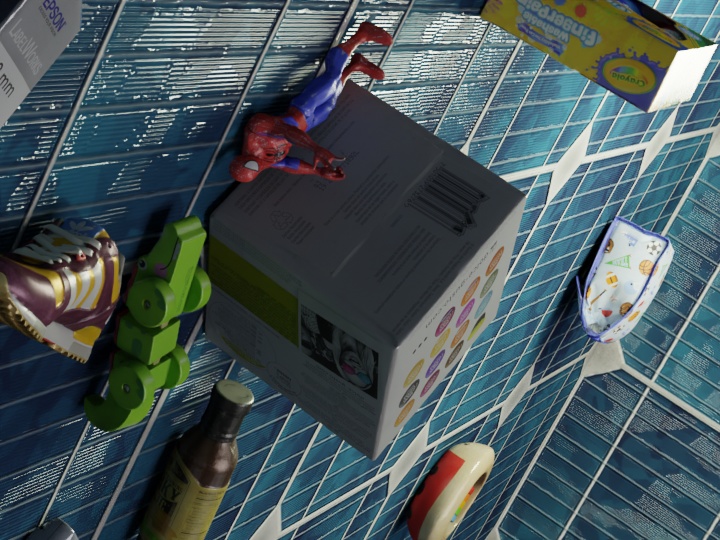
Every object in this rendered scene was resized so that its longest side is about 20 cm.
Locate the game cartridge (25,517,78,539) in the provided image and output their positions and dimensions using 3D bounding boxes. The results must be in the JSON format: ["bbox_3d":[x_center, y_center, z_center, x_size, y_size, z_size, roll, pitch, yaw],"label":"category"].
[{"bbox_3d":[-0.294,0.310,1.584,0.134,0.041,0.201,-54,164,-26],"label":"game cartridge"}]

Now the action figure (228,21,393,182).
[{"bbox_3d":[-0.024,-0.119,1.470,0.200,0.099,0.066,-42,157,-35],"label":"action figure"}]

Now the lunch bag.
[{"bbox_3d":[0.430,0.025,2.985,0.201,0.123,0.170,-65,164,1],"label":"lunch bag"}]

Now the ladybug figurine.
[{"bbox_3d":[0.135,0.352,2.821,0.201,0.072,0.136,-55,164,-11],"label":"ladybug figurine"}]

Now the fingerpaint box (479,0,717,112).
[{"bbox_3d":[0.245,-0.245,1.818,0.167,0.199,0.074,-19,139,-63],"label":"fingerpaint box"}]

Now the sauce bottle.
[{"bbox_3d":[-0.156,0.196,1.719,0.065,0.064,0.201,-24,142,-62],"label":"sauce bottle"}]

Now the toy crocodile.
[{"bbox_3d":[-0.169,0.045,1.428,0.067,0.061,0.201,-31,144,-55],"label":"toy crocodile"}]

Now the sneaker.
[{"bbox_3d":[-0.212,-0.001,1.203,0.091,0.074,0.200,-63,171,-7],"label":"sneaker"}]

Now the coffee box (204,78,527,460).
[{"bbox_3d":[0.000,0.000,1.565,0.200,0.199,0.198,-47,161,-30],"label":"coffee box"}]

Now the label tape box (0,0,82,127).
[{"bbox_3d":[-0.208,-0.132,0.824,0.200,0.143,0.066,-53,163,-15],"label":"label tape box"}]
